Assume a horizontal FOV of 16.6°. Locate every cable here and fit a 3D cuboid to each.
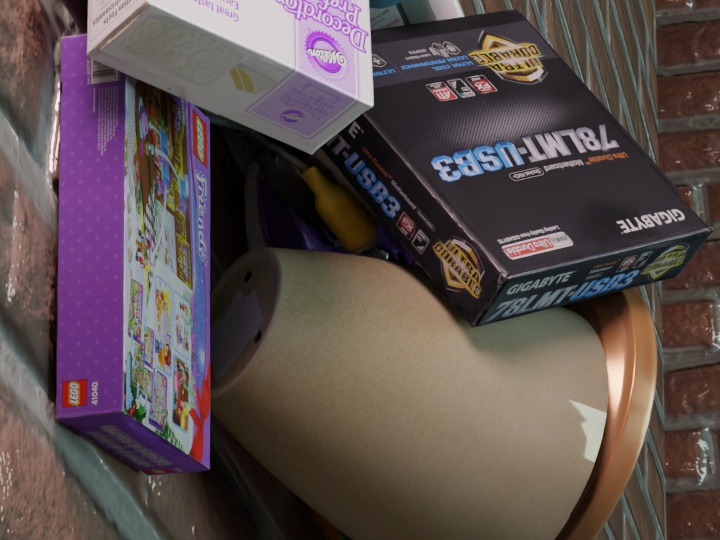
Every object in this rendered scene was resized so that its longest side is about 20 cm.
[{"bbox_3d":[-0.046,-0.085,1.440,0.200,0.050,0.097,47,27,-35],"label":"cable"}]

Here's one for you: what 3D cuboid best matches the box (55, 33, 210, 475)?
[{"bbox_3d":[-0.115,-0.006,1.273,0.137,0.039,0.201,48,39,-67],"label":"box"}]

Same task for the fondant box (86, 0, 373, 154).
[{"bbox_3d":[-0.067,-0.177,1.279,0.144,0.058,0.201,22,52,-34],"label":"fondant box"}]

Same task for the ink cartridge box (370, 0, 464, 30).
[{"bbox_3d":[0.010,-0.200,1.627,0.146,0.084,0.201,-95,162,-76],"label":"ink cartridge box"}]

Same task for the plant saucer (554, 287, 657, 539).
[{"bbox_3d":[0.109,0.094,1.492,0.200,0.032,0.201,-49,-152,38],"label":"plant saucer"}]

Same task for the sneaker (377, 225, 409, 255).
[{"bbox_3d":[0.029,-0.041,1.604,0.200,0.083,0.081,113,-34,-43],"label":"sneaker"}]

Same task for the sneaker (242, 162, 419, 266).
[{"bbox_3d":[0.000,0.000,1.553,0.200,0.083,0.081,48,29,-28],"label":"sneaker"}]

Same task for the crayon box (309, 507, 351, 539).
[{"bbox_3d":[0.033,0.215,1.646,0.119,0.058,0.200,46,-18,43],"label":"crayon box"}]

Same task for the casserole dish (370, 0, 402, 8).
[{"bbox_3d":[-0.038,-0.223,1.479,0.200,0.039,0.121,31,32,-19],"label":"casserole dish"}]

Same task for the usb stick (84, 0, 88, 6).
[{"bbox_3d":[-0.077,-0.169,1.337,0.200,0.033,0.056,-17,90,-49],"label":"usb stick"}]

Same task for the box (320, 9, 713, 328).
[{"bbox_3d":[0.080,-0.065,1.457,0.200,0.050,0.199,-12,53,-45],"label":"box"}]

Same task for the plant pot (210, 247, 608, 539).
[{"bbox_3d":[0.007,0.070,1.420,0.200,0.187,0.188,26,50,-28],"label":"plant pot"}]
